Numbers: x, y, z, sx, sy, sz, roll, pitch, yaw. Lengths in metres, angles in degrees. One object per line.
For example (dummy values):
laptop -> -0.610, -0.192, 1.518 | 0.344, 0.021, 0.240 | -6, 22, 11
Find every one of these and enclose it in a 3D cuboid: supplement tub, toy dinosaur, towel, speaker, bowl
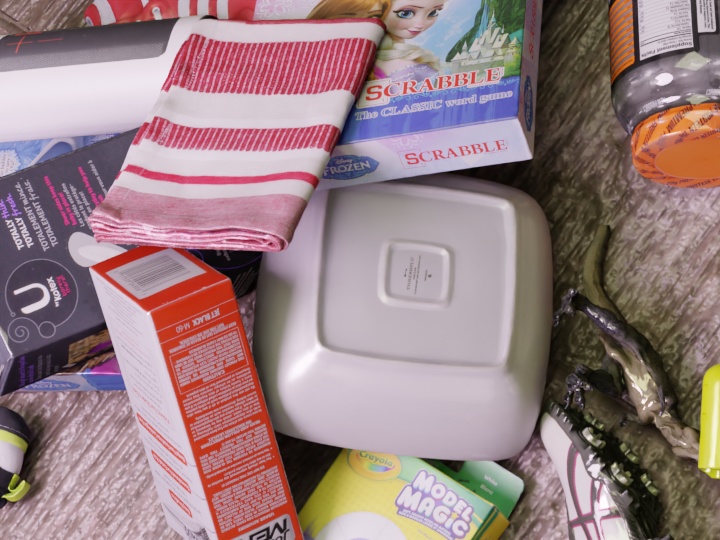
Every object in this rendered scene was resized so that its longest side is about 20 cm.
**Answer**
supplement tub -> 0.228, -0.165, 1.488 | 0.122, 0.123, 0.200 | -6, 68, 16
toy dinosaur -> 0.167, 0.052, 1.451 | 0.047, 0.088, 0.200 | -45, 55, 36
towel -> -0.078, -0.093, 1.424 | 0.144, 0.023, 0.200 | 3, 50, 26
speaker -> -0.196, -0.136, 1.595 | 0.200, 0.081, 0.081 | -3, 68, 21
bowl -> 0.033, 0.016, 1.450 | 0.199, 0.075, 0.200 | 8, 63, -4

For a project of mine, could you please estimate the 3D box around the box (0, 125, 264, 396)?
box -> -0.178, -0.014, 1.517 | 0.200, 0.106, 0.122 | -22, 79, -21

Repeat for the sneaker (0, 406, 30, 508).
sneaker -> -0.332, 0.138, 1.583 | 0.200, 0.072, 0.083 | -1, 70, 18

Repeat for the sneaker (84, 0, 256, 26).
sneaker -> -0.121, -0.174, 1.637 | 0.200, 0.071, 0.113 | 32, 78, 34

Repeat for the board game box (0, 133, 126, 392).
board game box -> -0.246, -0.009, 1.629 | 0.199, 0.043, 0.200 | -3, 68, 18

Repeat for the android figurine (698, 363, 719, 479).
android figurine -> 0.300, 0.090, 1.365 | 0.182, 0.041, 0.200 | 4, 85, 25

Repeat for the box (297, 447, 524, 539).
box -> 0.010, 0.193, 1.462 | 0.117, 0.048, 0.200 | 30, 80, 26

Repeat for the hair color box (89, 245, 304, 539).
hair color box -> -0.105, 0.089, 1.435 | 0.064, 0.200, 0.111 | -22, 25, -20

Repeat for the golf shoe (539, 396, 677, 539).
golf shoe -> 0.157, 0.169, 1.408 | 0.088, 0.077, 0.200 | -44, 54, 17

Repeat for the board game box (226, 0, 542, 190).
board game box -> 0.020, -0.143, 1.475 | 0.200, 0.041, 0.200 | -8, 45, 16
